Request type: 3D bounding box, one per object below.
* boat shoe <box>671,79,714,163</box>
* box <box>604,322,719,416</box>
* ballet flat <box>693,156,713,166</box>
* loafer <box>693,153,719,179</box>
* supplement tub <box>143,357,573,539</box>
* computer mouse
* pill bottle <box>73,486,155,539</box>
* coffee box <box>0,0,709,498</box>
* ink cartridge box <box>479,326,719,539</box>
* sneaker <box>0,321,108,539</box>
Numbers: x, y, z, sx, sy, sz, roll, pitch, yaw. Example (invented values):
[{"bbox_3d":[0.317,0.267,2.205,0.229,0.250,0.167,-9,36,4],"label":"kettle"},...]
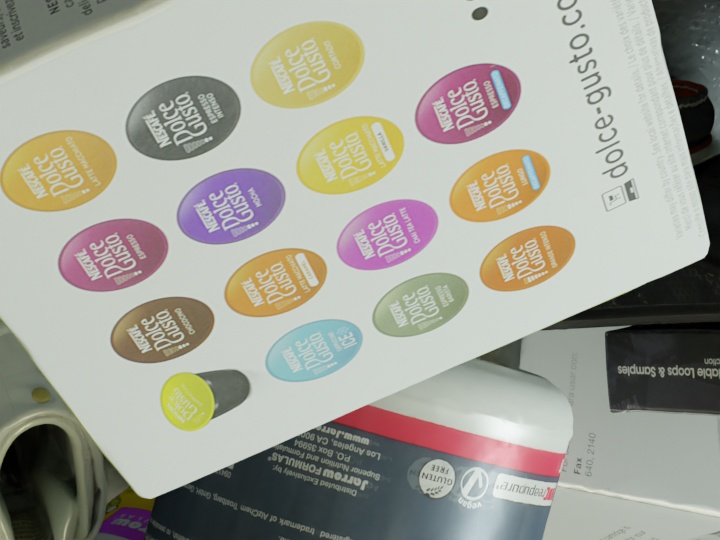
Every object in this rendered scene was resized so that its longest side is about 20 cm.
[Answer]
[{"bbox_3d":[0.053,-0.074,0.854,0.199,0.071,0.063,3,98,-28],"label":"boat shoe"},{"bbox_3d":[0.208,0.023,0.827,0.199,0.036,0.143,-11,-174,-39],"label":"box"},{"bbox_3d":[0.154,0.019,1.032,0.069,0.070,0.200,-15,141,-10],"label":"ballet flat"},{"bbox_3d":[0.147,-0.012,0.905,0.200,0.070,0.068,-11,121,36],"label":"loafer"},{"bbox_3d":[-0.013,0.120,0.816,0.140,0.140,0.201,16,89,-40],"label":"supplement tub"},{"bbox_3d":[0.133,-0.011,0.812,0.199,0.053,0.138,-4,-176,40],"label":"computer mouse"},{"bbox_3d":[-0.076,0.139,0.946,0.200,0.104,0.104,-37,167,-53],"label":"pill bottle"},{"bbox_3d":[-0.035,-0.090,0.669,0.197,0.201,0.200,-23,143,2],"label":"coffee box"},{"bbox_3d":[0.135,0.083,0.958,0.199,0.086,0.146,13,161,-11],"label":"ink cartridge box"},{"bbox_3d":[-0.153,0.086,0.906,0.073,0.116,0.200,-7,143,-22],"label":"sneaker"}]
